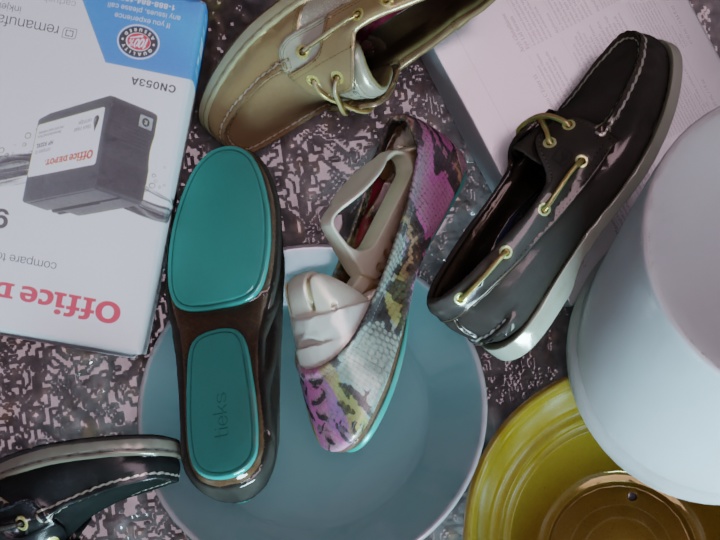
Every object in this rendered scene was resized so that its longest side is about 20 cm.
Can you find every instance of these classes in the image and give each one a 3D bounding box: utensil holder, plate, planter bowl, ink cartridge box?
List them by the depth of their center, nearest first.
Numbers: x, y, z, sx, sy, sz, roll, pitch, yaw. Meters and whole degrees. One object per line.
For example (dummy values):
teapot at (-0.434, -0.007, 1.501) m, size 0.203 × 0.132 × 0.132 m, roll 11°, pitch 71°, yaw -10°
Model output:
utensil holder at (0.202, 0.020, 0.846) m, size 0.169 × 0.200 × 0.171 m, roll 0°, pitch 73°, yaw -1°
ink cartridge box at (-0.174, -0.060, 0.933) m, size 0.144 × 0.084 × 0.201 m, roll 11°, pitch 86°, yaw -6°
plate at (-0.027, 0.081, 0.949) m, size 0.199 × 0.026 × 0.201 m, roll -1°, pitch 67°, yaw 2°
planter bowl at (0.155, 0.160, 0.950) m, size 0.199 × 0.083 × 0.201 m, roll 0°, pitch 72°, yaw -1°

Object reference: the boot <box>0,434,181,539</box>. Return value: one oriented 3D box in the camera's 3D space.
boot at (-0.176, 0.180, 0.891) m, size 0.203 × 0.073 × 0.154 m, roll -19°, pitch 73°, yaw 14°

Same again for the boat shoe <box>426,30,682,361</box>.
boat shoe at (0.108, -0.050, 0.918) m, size 0.060 × 0.072 × 0.202 m, roll 30°, pitch 88°, yaw -24°

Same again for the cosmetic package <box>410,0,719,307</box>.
cosmetic package at (0.137, -0.100, 0.989) m, size 0.150 × 0.052 × 0.201 m, roll -28°, pitch 90°, yaw -8°

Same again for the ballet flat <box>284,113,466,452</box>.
ballet flat at (0.000, 0.000, 0.926) m, size 0.071 × 0.069 × 0.201 m, roll 37°, pitch 64°, yaw -32°

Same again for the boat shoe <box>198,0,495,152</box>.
boat shoe at (-0.007, -0.125, 0.931) m, size 0.200 × 0.074 × 0.067 m, roll -39°, pitch 61°, yaw 19°

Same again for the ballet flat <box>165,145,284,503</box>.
ballet flat at (-0.073, 0.033, 0.921) m, size 0.068 × 0.068 × 0.201 m, roll -3°, pitch 69°, yaw 11°
